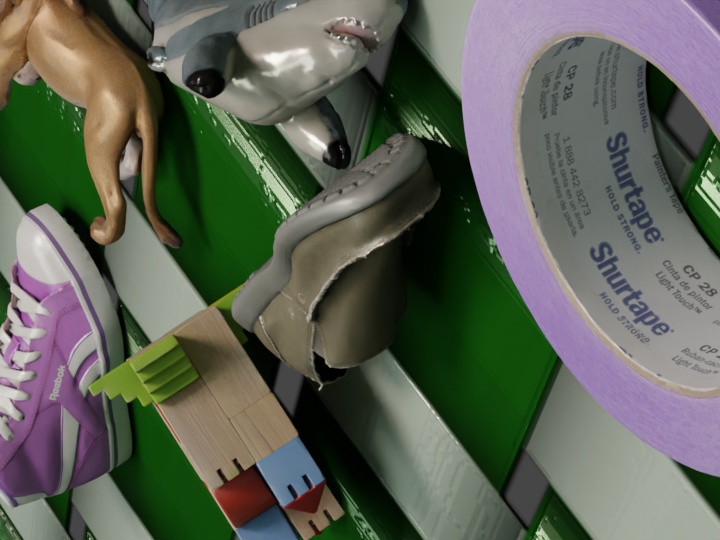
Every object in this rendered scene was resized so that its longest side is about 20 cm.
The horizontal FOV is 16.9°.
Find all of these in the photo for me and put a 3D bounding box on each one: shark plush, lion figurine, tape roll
[{"bbox_3d":[-0.047,-0.112,1.106,0.091,0.084,0.200,27,-179,-25],"label":"shark plush"},{"bbox_3d":[-0.152,-0.111,1.304,0.200,0.072,0.123,40,135,15],"label":"lion figurine"},{"bbox_3d":[0.120,-0.031,0.850,0.200,0.065,0.201,44,149,36],"label":"tape roll"}]

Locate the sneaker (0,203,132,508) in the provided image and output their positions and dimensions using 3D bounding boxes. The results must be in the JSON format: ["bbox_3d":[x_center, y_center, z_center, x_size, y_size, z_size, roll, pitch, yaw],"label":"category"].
[{"bbox_3d":[-0.207,0.063,1.498,0.073,0.114,0.201,36,141,47],"label":"sneaker"}]

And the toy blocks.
[{"bbox_3d":[-0.062,0.090,1.249,0.137,0.100,0.200,57,174,-2],"label":"toy blocks"}]

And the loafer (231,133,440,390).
[{"bbox_3d":[0.000,0.000,1.111,0.070,0.075,0.200,50,158,4],"label":"loafer"}]
